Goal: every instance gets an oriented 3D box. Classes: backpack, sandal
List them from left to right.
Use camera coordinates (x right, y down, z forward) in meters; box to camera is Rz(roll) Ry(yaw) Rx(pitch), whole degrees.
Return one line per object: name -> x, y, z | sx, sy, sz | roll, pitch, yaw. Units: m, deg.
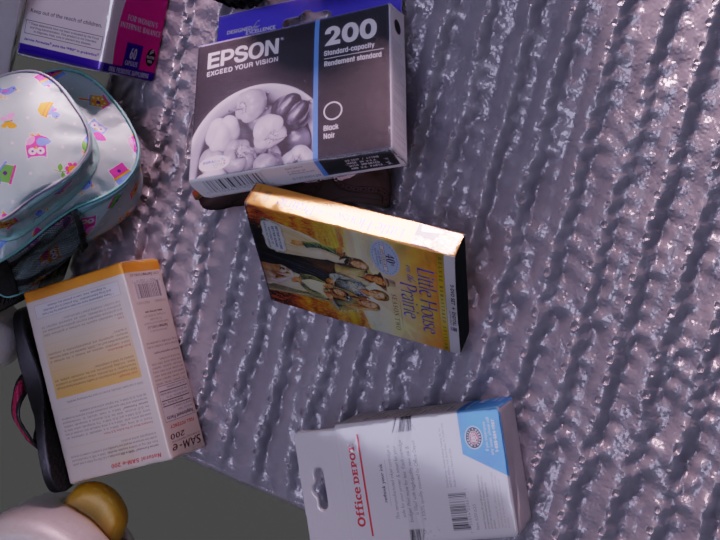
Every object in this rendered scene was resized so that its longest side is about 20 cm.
backpack -> -0.311, -0.102, 1.048 | 0.176, 0.199, 0.154 | 50, 152, 17
sandal -> -0.334, 0.136, 1.127 | 0.045, 0.075, 0.202 | -22, 70, 9

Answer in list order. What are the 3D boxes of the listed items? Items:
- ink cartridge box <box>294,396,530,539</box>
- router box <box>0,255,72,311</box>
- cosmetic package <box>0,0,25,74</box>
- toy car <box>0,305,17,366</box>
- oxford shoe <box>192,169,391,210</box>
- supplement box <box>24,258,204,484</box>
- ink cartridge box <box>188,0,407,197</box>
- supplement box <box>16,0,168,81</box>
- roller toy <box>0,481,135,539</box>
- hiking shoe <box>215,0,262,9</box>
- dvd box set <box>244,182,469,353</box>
ink cartridge box -> 0.048, 0.187, 1.003 | 0.198, 0.067, 0.117 | -9, 91, 20
router box -> -0.420, -0.043, 1.111 | 0.200, 0.157, 0.052 | 47, 135, 12
cosmetic package -> -0.355, -0.262, 1.064 | 0.200, 0.050, 0.083 | 122, 150, -48
toy car -> -0.469, 0.063, 1.141 | 0.174, 0.150, 0.201 | -36, 81, 18
oxford shoe -> -0.067, -0.073, 1.029 | 0.198, 0.071, 0.073 | -10, 96, 21
supplement box -> -0.249, 0.101, 1.103 | 0.125, 0.073, 0.202 | -15, 88, 20
ink cartridge box -> -0.056, -0.176, 0.990 | 0.196, 0.043, 0.202 | -8, 66, 18
supplement box -> -0.250, -0.297, 1.064 | 0.102, 0.101, 0.202 | 14, 99, 19
roller toy -> -0.320, 0.324, 1.109 | 0.180, 0.140, 0.202 | -7, 92, 9
hiking shoe -> -0.076, -0.296, 0.992 | 0.199, 0.074, 0.088 | 6, 89, 40
dvd box set -> 0.000, 0.000, 0.980 | 0.198, 0.147, 0.030 | 16, 56, 18
